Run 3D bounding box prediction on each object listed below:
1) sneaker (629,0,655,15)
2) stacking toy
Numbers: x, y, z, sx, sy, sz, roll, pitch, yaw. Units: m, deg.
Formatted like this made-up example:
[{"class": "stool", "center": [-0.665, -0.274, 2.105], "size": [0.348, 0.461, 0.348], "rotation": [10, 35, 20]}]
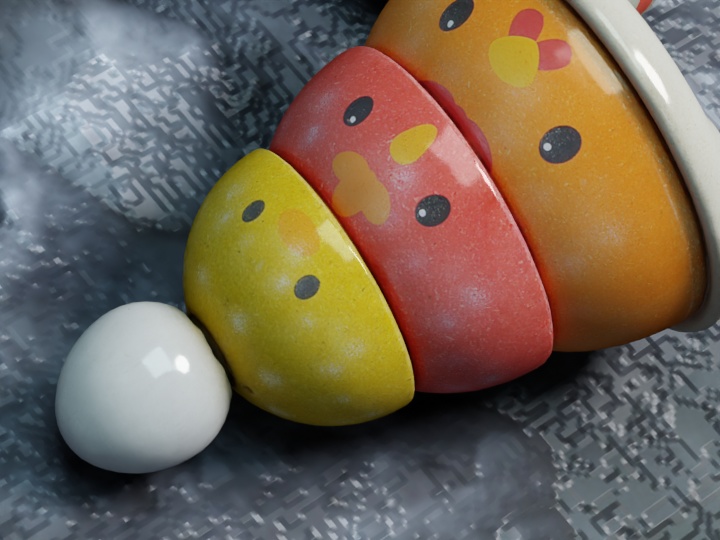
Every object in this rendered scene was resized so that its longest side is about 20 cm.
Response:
[{"class": "sneaker", "center": [0.022, -0.143, 0.963], "size": [0.200, 0.070, 0.093], "rotation": [39, 29, 19]}, {"class": "stacking toy", "center": [0.000, 0.000, 0.832], "size": [0.200, 0.146, 0.146], "rotation": [-34, 71, -14]}]
